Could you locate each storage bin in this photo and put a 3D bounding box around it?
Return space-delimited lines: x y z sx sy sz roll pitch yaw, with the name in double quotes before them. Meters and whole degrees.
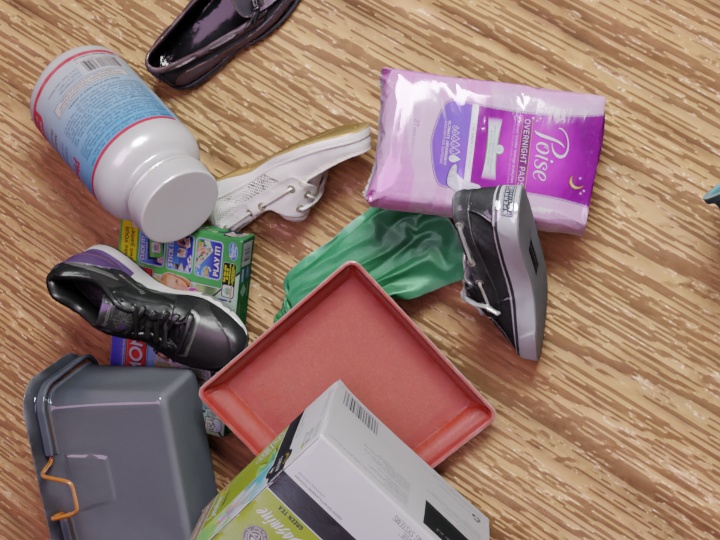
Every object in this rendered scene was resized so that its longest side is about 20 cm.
"storage bin" -0.220 0.183 1.203 0.134 0.146 0.201 -5 103 17

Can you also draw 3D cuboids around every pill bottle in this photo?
"pill bottle" -0.222 -0.118 1.206 0.109 0.109 0.200 -52 57 13

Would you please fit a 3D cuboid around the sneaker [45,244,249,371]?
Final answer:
"sneaker" -0.203 0.048 1.187 0.199 0.088 0.076 25 109 15

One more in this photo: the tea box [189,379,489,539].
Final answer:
"tea box" -0.022 0.246 1.123 0.200 0.134 0.197 44 105 -7

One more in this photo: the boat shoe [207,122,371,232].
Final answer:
"boat shoe" -0.064 -0.080 1.200 0.199 0.071 0.070 -20 96 32

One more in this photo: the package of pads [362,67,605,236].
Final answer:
"package of pads" 0.106 -0.102 1.103 0.199 0.076 0.121 8 90 -2

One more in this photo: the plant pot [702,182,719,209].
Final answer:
"plant pot" 0.404 -0.032 0.980 0.200 0.200 0.196 -35 89 16

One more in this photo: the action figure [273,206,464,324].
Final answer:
"action figure" 0.000 0.000 1.184 0.200 0.055 0.118 -31 83 13

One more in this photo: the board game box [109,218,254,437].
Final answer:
"board game box" -0.177 0.051 1.241 0.134 0.029 0.201 12 106 18

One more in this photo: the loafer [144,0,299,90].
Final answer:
"loafer" -0.126 -0.248 1.219 0.200 0.063 0.072 -41 79 15

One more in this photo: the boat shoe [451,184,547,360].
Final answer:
"boat shoe" 0.117 0.006 1.085 0.068 0.200 0.074 1 55 19

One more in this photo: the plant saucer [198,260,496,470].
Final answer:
"plant saucer" -0.012 0.116 1.170 0.200 0.037 0.200 -40 101 17
